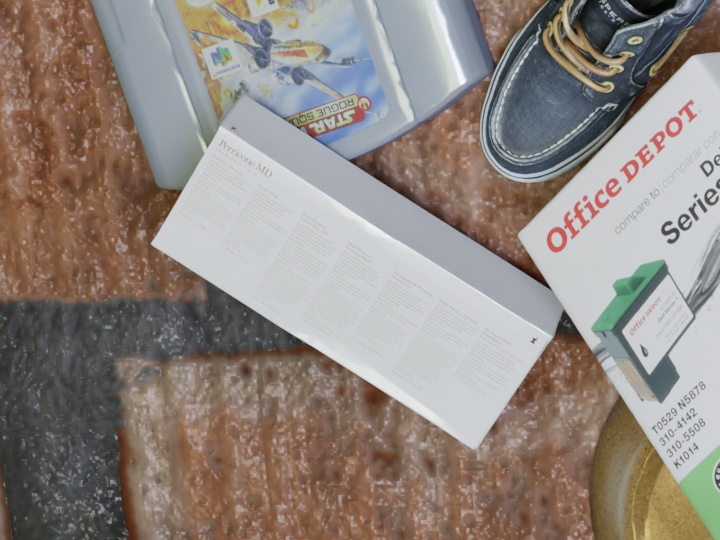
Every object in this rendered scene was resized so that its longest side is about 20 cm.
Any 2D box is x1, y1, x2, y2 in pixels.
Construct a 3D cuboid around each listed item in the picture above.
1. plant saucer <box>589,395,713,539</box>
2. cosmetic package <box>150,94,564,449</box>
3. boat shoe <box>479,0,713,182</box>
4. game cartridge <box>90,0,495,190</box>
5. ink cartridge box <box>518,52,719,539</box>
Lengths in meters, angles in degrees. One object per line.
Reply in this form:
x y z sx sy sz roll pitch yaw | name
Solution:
0.208 0.127 1.519 0.199 0.035 0.202 5 104 19 | plant saucer
0.000 0.000 1.538 0.199 0.051 0.083 33 121 -2 | cosmetic package
0.117 -0.119 1.466 0.071 0.091 0.200 42 113 7 | boat shoe
-0.036 -0.117 1.556 0.199 0.042 0.134 -18 91 23 | game cartridge
0.188 0.014 1.434 0.146 0.084 0.201 -47 66 32 | ink cartridge box
